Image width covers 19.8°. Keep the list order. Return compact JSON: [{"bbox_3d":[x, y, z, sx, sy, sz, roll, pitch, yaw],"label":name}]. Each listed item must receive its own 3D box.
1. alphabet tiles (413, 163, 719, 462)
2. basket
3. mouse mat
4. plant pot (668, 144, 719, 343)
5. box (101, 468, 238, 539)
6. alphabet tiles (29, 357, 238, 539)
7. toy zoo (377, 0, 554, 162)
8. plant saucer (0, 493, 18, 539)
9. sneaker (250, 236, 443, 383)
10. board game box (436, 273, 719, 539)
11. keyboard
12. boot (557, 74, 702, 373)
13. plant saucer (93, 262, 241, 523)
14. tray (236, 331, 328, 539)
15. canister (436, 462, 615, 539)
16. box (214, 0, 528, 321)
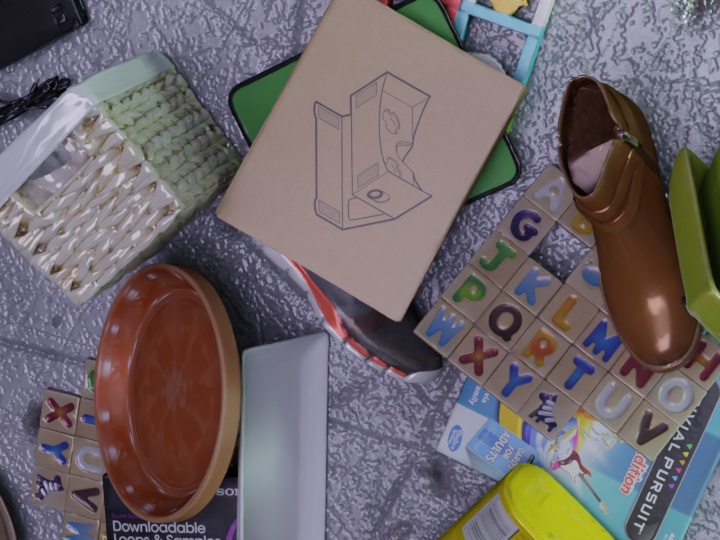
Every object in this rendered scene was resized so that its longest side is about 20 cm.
[{"bbox_3d":[0.167,0.042,1.524,0.200,0.008,0.167,38,81,13],"label":"alphabet tiles"},{"bbox_3d":[-0.187,-0.070,1.565,0.135,0.200,0.124,-41,91,18],"label":"basket"},{"bbox_3d":[0.009,-0.105,1.581,0.199,0.008,0.162,-23,98,24],"label":"mouse mat"},{"bbox_3d":[0.325,-0.019,1.397,0.181,0.200,0.200,-36,119,25],"label":"plant pot"},{"bbox_3d":[-0.134,0.260,1.678,0.142,0.036,0.202,-2,97,17],"label":"box"},{"bbox_3d":[-0.177,0.167,1.697,0.198,0.006,0.168,13,101,14],"label":"alphabet tiles"},{"bbox_3d":[0.077,-0.199,1.558,0.130,0.020,0.201,21,104,12],"label":"toy zoo"},{"bbox_3d":[-0.376,0.235,1.754,0.198,0.029,0.202,3,100,17],"label":"plant saucer"},{"bbox_3d":[0.000,0.000,1.577,0.200,0.077,0.082,45,110,1],"label":"sneaker"},{"bbox_3d":[0.178,0.109,1.563,0.199,0.047,0.152,25,105,11],"label":"board game box"},{"bbox_3d":[-0.307,-0.169,1.676,0.199,0.021,0.128,-24,86,19],"label":"keyboard"},{"bbox_3d":[0.183,-0.033,1.454,0.073,0.155,0.202,-17,73,16],"label":"boot"},{"bbox_3d":[-0.148,0.095,1.608,0.200,0.032,0.202,-6,82,53],"label":"plant saucer"},{"bbox_3d":[-0.066,0.152,1.615,0.022,0.107,0.202,8,101,35],"label":"tray"},{"bbox_3d":[0.103,0.258,1.565,0.149,0.087,0.200,45,121,3],"label":"canister"},{"bbox_3d":[0.008,-0.088,1.536,0.163,0.021,0.201,30,94,8],"label":"box"}]
